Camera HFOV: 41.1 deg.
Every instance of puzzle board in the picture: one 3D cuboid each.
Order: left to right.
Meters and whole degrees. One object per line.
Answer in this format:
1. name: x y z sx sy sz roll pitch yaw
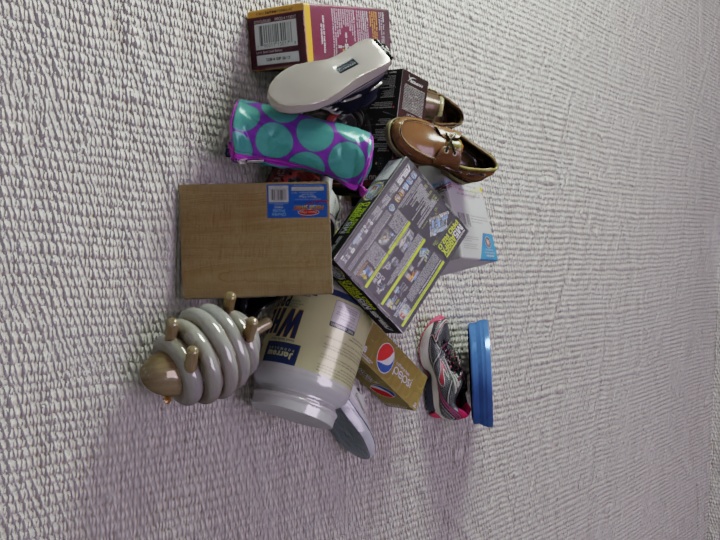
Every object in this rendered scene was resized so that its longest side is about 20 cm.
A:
1. puzzle board: -0.138 -0.040 1.275 0.017 0.199 0.151 164 -76 -84

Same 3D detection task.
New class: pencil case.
1. pencil case: -0.081 -0.167 1.306 0.199 0.085 0.093 12 69 -8

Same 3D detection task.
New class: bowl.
1. bowl: 0.224 0.192 1.800 0.201 0.039 0.201 -3 90 -84

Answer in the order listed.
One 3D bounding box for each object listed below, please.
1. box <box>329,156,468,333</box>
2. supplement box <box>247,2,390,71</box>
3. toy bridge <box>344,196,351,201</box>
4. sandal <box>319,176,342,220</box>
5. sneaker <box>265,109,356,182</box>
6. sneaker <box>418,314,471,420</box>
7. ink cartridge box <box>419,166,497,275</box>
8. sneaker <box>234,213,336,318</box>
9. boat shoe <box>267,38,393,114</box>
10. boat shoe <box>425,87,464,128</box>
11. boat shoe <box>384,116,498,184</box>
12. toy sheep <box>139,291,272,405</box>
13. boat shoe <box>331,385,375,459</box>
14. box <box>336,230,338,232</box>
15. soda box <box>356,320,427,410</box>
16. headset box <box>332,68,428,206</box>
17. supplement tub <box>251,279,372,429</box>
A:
1. box: 0.051 -0.036 1.371 0.160 0.044 0.200 47 64 -27
2. supplement box: -0.056 -0.336 1.397 0.200 0.110 0.086 -15 105 -51
3. toy bridge: 0.028 -0.058 1.601 0.067 0.027 0.201 -47 127 -42
4. sandal: -0.059 -0.101 1.440 0.059 0.079 0.207 29 68 -47
5. sneaker: -0.095 -0.161 1.397 0.201 0.098 0.071 -54 152 -4
6. sneaker: 0.160 0.177 1.759 0.081 0.074 0.201 -29 115 -48
7. ink cartridge box: 0.112 -0.097 1.561 0.147 0.146 0.201 4 73 -59
8. sneaker: -0.102 0.001 1.329 0.200 0.083 0.072 -42 129 -5
9. boat shoe: -0.044 -0.240 1.315 0.200 0.075 0.093 -27 157 -27
10. boat shoe: 0.111 -0.288 1.651 0.202 0.075 0.075 8 86 -53
11. boat shoe: 0.124 -0.185 1.421 0.200 0.068 0.072 15 75 -42
12. toy sheep: -0.193 0.103 1.237 0.200 0.138 0.138 -21 111 -33
13. boat shoe: -0.017 0.214 1.526 0.067 0.073 0.200 -51 130 -34
14. box: 0.000 0.000 1.480 0.200 0.050 0.076 55 28 -70
15. soda box: 0.033 0.158 1.597 0.200 0.064 0.068 48 56 -44
16. headset box: 0.015 -0.198 1.472 0.077 0.148 0.201 10 84 -51
17. supplement tub: -0.070 0.115 1.390 0.145 0.145 0.201 37 64 -48
